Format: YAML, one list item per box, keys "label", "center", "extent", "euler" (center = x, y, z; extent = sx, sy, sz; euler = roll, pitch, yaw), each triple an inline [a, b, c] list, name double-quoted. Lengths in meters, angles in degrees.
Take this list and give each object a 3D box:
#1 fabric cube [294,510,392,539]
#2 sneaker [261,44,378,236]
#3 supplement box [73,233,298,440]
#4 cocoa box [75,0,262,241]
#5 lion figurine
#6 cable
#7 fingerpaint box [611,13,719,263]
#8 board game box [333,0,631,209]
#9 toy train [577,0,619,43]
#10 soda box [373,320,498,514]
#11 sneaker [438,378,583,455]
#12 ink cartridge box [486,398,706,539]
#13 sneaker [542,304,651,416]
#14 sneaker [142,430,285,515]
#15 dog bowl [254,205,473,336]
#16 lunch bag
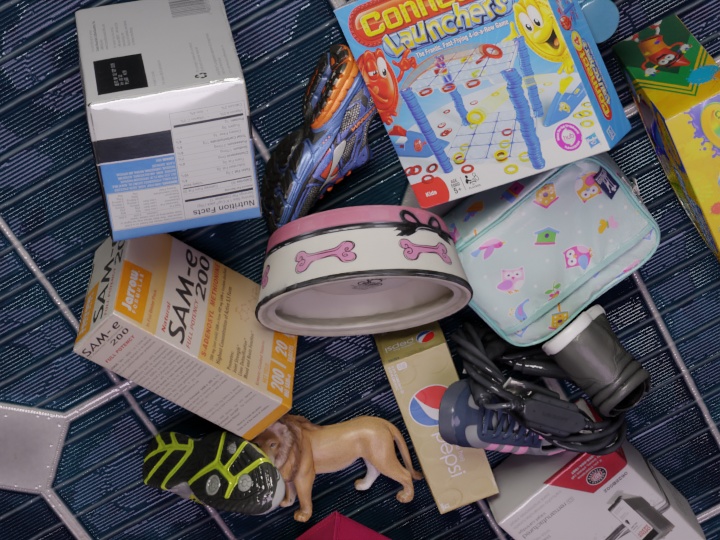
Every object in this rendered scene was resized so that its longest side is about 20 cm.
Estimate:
- label: "fabric cube"
  center: [-0.009, 0.402, 1.847]
  extent: [0.199, 0.201, 0.196]
  euler: [30, 133, -25]
- label: "sneaker"
  center: [-0.029, -0.104, 1.658]
  extent: [0.078, 0.075, 0.200]
  euler: [18, 116, -24]
- label: "supplement box"
  center: [-0.156, 0.054, 1.682]
  extent: [0.200, 0.126, 0.073]
  euler: [29, 132, -25]
- label: "cocoa box"
  center: [-0.165, -0.134, 1.537]
  extent: [0.133, 0.200, 0.132]
  euler: [-10, 121, -6]
- label: "lion figurine"
  center: [-0.028, 0.182, 1.833]
  extent: [0.199, 0.072, 0.123]
  euler: [-12, 114, -21]
- label: "cable"
  center: [0.175, 0.114, 1.771]
  extent: [0.199, 0.163, 0.051]
  euler: [15, 112, -32]
- label: "fingerpaint box"
  center: [0.317, -0.110, 1.668]
  extent: [0.073, 0.167, 0.200]
  euler: [-27, 122, 5]
- label: "board game box"
  center: [0.104, -0.174, 1.567]
  extent: [0.199, 0.056, 0.196]
  euler: [-17, 104, 34]
- label: "toy train"
  center: [0.167, -0.180, 1.627]
  extent: [0.084, 0.116, 0.201]
  euler: [14, 115, -18]
- label: "soda box"
  center: [0.077, 0.145, 1.826]
  extent: [0.067, 0.064, 0.201]
  euler: [-20, 121, 1]
- label: "sneaker"
  center: [0.151, 0.146, 1.781]
  extent: [0.200, 0.082, 0.071]
  euler: [10, 87, -56]
- label: "ink cartridge box"
  center: [0.248, 0.255, 1.911]
  extent: [0.147, 0.083, 0.200]
  euler: [-41, 118, 12]
- label: "sneaker"
  center: [0.230, 0.091, 1.743]
  extent: [0.071, 0.200, 0.099]
  euler: [-40, 85, 8]
- label: "sneaker"
  center: [-0.129, 0.196, 1.759]
  extent: [0.076, 0.200, 0.076]
  euler: [24, 81, -38]
- label: "dog bowl"
  center: [0.000, 0.000, 1.655]
  extent: [0.199, 0.074, 0.200]
  euler: [-5, 163, -1]
- label: "lunch bag"
  center: [0.184, -0.029, 1.739]
  extent: [0.200, 0.077, 0.160]
  euler: [-37, 119, 12]
